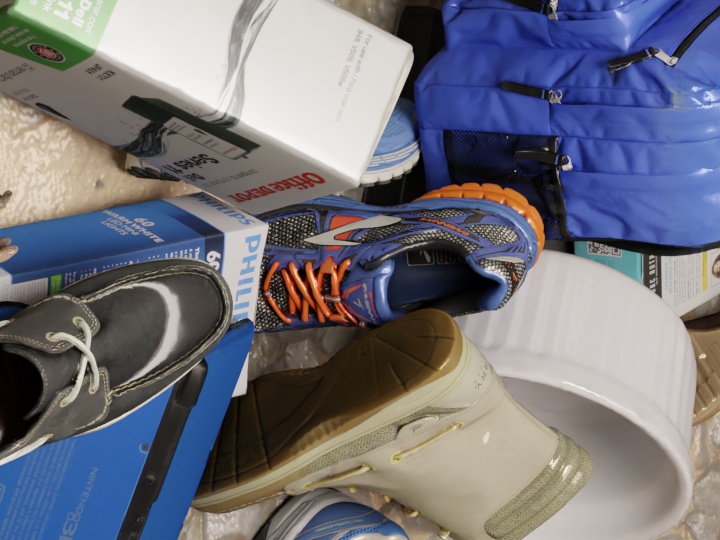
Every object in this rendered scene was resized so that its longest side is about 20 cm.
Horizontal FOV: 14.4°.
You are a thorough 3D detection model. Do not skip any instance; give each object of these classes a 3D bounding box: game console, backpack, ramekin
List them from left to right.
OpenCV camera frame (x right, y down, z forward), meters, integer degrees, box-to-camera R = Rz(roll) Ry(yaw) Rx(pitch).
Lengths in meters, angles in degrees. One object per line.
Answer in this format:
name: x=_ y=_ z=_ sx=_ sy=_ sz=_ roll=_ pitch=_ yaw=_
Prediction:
game console: x=-0.151 y=0.110 z=1.463 sx=0.170 sy=0.118 sz=0.200 roll=16 pitch=103 yaw=-20
ramekin: x=0.100 y=0.073 z=1.651 sx=0.200 sy=0.200 sz=0.098 roll=44 pitch=48 yaw=-38
backpack: x=0.147 y=-0.097 z=1.597 sx=0.163 sy=0.200 sz=0.168 roll=-45 pitch=136 yaw=-43

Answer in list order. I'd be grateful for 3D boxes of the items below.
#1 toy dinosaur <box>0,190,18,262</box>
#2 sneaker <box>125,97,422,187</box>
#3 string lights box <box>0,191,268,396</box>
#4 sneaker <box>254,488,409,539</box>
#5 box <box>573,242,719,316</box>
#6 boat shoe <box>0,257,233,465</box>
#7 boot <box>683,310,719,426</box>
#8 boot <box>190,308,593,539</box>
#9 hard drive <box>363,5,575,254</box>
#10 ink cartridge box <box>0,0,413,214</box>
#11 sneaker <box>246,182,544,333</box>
toy dinosaur: x=-0.236 y=-0.049 z=1.341 sx=0.136 sy=0.086 sz=0.200 roll=51 pitch=15 yaw=-32
sneaker: x=-0.040 y=-0.092 z=1.575 sx=0.200 sy=0.078 sz=0.089 roll=-2 pitch=98 yaw=-45
string lights box: x=-0.144 y=0.028 z=1.481 sx=0.200 sy=0.059 sz=0.103 roll=-12 pitch=119 yaw=-44
sneaker: x=-0.048 y=0.203 z=1.600 sx=0.200 sy=0.077 sz=0.076 roll=-54 pitch=129 yaw=-25
box: x=0.204 y=-0.024 z=1.814 sx=0.200 sy=0.049 sz=0.082 roll=-24 pitch=116 yaw=-54
boat shoe: x=-0.145 y=0.050 z=1.342 sx=0.200 sy=0.068 sz=0.072 roll=-23 pitch=98 yaw=-19
boot: x=0.233 y=0.066 z=1.852 sx=0.166 sy=0.200 sz=0.072 roll=33 pitch=35 yaw=-74
boot: x=0.011 y=0.110 z=1.570 sx=0.155 sy=0.200 sz=0.072 roll=41 pitch=34 yaw=-38
hard drive: x=0.089 y=-0.070 z=1.737 sx=0.200 sy=0.033 sz=0.140 roll=14 pitch=84 yaw=-45
ink cartridge box: x=-0.095 y=-0.110 z=1.426 sx=0.200 sy=0.147 sz=0.083 roll=26 pitch=75 yaw=-20
sneaker: x=0.000 y=0.000 z=1.558 sx=0.078 sy=0.200 sz=0.075 roll=-78 pitch=154 yaw=-62
